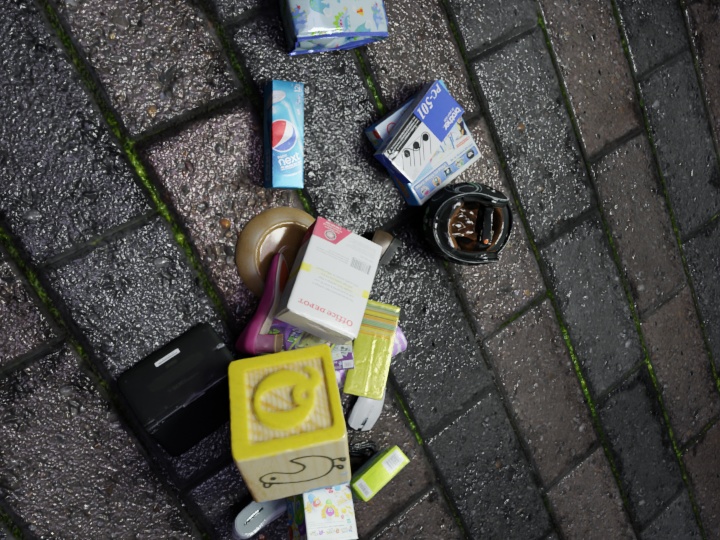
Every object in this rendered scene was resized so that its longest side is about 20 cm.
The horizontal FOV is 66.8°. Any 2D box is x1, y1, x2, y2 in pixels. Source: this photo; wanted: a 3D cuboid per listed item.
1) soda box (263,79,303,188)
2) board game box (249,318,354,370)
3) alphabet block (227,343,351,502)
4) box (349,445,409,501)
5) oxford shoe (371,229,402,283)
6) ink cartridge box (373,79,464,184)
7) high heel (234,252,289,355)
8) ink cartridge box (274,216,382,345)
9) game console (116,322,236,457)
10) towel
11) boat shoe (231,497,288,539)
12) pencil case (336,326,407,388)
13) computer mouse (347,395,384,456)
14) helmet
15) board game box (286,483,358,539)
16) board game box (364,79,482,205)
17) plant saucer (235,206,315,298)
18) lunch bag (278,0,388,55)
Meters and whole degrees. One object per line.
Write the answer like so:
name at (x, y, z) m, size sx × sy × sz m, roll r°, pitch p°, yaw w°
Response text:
soda box at (-0.150, -0.260, 1.062) m, size 0.064 × 0.068 × 0.200 m, roll -3°, pitch 97°, yaw -25°
board game box at (-0.116, 0.147, 1.096) m, size 0.200 × 0.032 × 0.120 m, roll -5°, pitch 88°, yaw -3°
alphabet block at (-0.127, 0.281, 1.004) m, size 0.195 × 0.197 × 0.200 m, roll -12°, pitch 139°, yaw -7°
box at (0.025, 0.437, 1.170) m, size 0.122 × 0.200 × 0.048 m, roll -36°, pitch 79°, yaw -22°
oxford shoe at (0.000, 0.000, 1.171) m, size 0.084 × 0.073 × 0.200 m, roll 34°, pitch 83°, yaw 0°
ink cartridge box at (0.123, -0.287, 1.136) m, size 0.094 × 0.044 × 0.200 m, roll 39°, pitch 79°, yaw -25°
high heel at (-0.195, 0.063, 1.058) m, size 0.096 × 0.067 × 0.200 m, roll 2°, pitch 79°, yaw 18°
ink cartridge box at (-0.060, 0.022, 1.043) m, size 0.145 × 0.083 × 0.200 m, roll 26°, pitch 63°, yaw -17°
game console at (-0.331, 0.232, 1.062) m, size 0.200 × 0.116 × 0.176 m, roll -35°, pitch 79°, yaw -18°
towel at (0.024, 0.163, 1.136) m, size 0.086 × 0.018 × 0.200 m, roll 15°, pitch 74°, yaw -8°
boat shoe at (-0.187, 0.476, 1.132) m, size 0.200 × 0.067 × 0.074 m, roll -24°, pitch 71°, yaw -39°
pencil case at (0.003, 0.178, 1.180) m, size 0.200 × 0.084 × 0.086 m, roll -26°, pitch 73°, yaw -21°
computer mouse at (0.009, 0.320, 1.214) m, size 0.110 × 0.044 × 0.200 m, roll 16°, pitch 89°, yaw -24°
helmet at (0.237, -0.102, 1.193) m, size 0.200 × 0.191 × 0.200 m, roll 1°, pitch 100°, yaw 8°
board game box at (-0.086, 0.446, 1.096) m, size 0.105 × 0.103 × 0.200 m, roll 7°, pitch 53°, yaw -25°
board game box at (0.141, -0.279, 1.201) m, size 0.200 × 0.056 × 0.196 m, roll -39°, pitch 110°, yaw -16°
plant saucer at (-0.150, -0.029, 1.107) m, size 0.200 × 0.035 × 0.200 m, roll -3°, pitch 98°, yaw -24°
lunch bag at (-0.053, -0.519, 1.046) m, size 0.200 × 0.127 × 0.170 m, roll -14°, pitch 101°, yaw -13°
